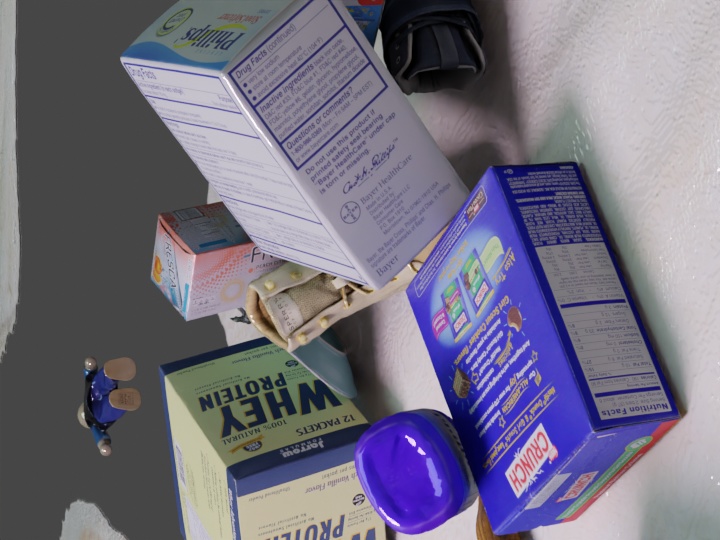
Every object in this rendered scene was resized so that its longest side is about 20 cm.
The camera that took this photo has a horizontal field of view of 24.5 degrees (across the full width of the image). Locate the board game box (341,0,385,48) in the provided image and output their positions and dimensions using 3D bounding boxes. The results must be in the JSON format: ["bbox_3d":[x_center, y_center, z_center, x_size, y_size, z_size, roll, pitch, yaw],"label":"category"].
[{"bbox_3d":[-0.024,-0.254,1.246,0.196,0.056,0.200,105,161,-71],"label":"board game box"}]

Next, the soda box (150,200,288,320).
[{"bbox_3d":[-0.070,-0.021,1.368,0.064,0.200,0.068,45,137,40],"label":"soda box"}]

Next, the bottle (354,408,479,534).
[{"bbox_3d":[0.050,0.142,1.206,0.084,0.065,0.200,61,-171,9],"label":"bottle"}]

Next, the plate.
[{"bbox_3d":[-0.067,0.033,1.459,0.026,0.200,0.200,-45,39,5],"label":"plate"}]

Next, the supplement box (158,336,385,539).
[{"bbox_3d":[-0.078,0.196,1.491,0.200,0.134,0.200,-134,34,-53],"label":"supplement box"}]

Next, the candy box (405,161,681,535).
[{"bbox_3d":[0.118,0.054,1.128,0.169,0.077,0.200,123,136,-53],"label":"candy box"}]

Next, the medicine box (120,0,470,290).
[{"bbox_3d":[-0.049,-0.102,1.181,0.200,0.103,0.182,55,162,-26],"label":"medicine box"}]

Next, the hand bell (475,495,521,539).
[{"bbox_3d":[0.113,0.243,1.203,0.104,0.104,0.200,110,157,-44],"label":"hand bell"}]

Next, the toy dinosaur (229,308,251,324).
[{"bbox_3d":[-0.090,0.020,1.589,0.047,0.088,0.200,-31,64,21],"label":"toy dinosaur"}]

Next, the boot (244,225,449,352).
[{"bbox_3d":[0.000,0.000,1.266,0.073,0.155,0.200,63,159,-8],"label":"boot"}]

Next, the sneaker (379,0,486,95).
[{"bbox_3d":[0.053,-0.219,1.186,0.202,0.077,0.146,96,166,-47],"label":"sneaker"}]

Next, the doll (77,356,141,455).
[{"bbox_3d":[-0.342,0.178,2.203,0.200,0.048,0.137,145,116,-62],"label":"doll"}]
